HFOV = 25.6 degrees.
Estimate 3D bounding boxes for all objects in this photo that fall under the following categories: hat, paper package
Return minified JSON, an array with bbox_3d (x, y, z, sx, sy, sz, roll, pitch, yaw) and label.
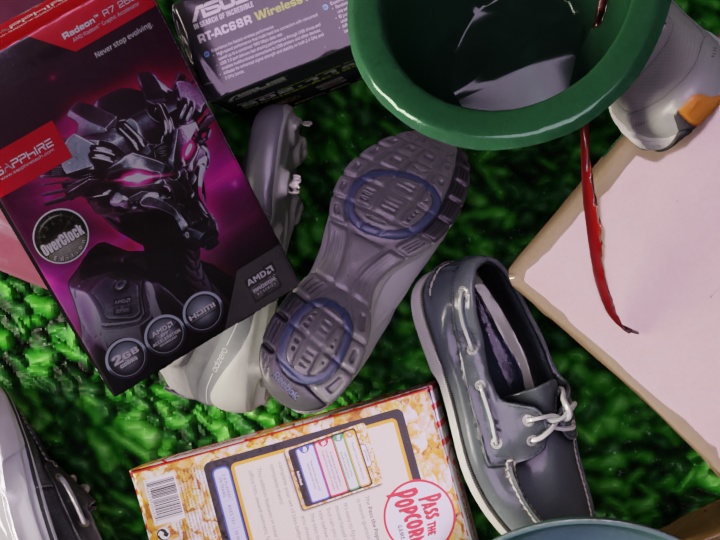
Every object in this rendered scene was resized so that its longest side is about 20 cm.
[{"bbox_3d":[0.090,-0.104,0.856,0.164,0.176,0.202,14,76,20],"label":"hat"},{"bbox_3d":[0.216,-0.007,0.930,0.190,0.103,0.200,42,95,5],"label":"paper package"}]

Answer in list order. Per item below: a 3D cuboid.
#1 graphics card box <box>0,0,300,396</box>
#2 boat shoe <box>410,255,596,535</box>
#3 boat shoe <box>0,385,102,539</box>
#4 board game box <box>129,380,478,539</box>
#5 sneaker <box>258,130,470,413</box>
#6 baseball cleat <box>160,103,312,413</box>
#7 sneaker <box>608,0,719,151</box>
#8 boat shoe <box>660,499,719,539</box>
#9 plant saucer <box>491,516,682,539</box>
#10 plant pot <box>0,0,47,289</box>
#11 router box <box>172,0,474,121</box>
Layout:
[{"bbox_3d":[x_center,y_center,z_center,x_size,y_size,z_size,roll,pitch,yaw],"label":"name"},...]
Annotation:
[{"bbox_3d":[-0.131,-0.048,0.854,0.125,0.051,0.202,-30,115,-10],"label":"graphics card box"},{"bbox_3d":[0.095,0.084,0.951,0.072,0.062,0.202,-19,81,-37],"label":"boat shoe"},{"bbox_3d":[-0.201,0.159,0.997,0.072,0.070,0.202,-43,62,39],"label":"boat shoe"},{"bbox_3d":[-0.028,0.169,0.987,0.198,0.046,0.153,-15,88,7],"label":"board game box"},{"bbox_3d":[0.000,0.000,0.973,0.074,0.087,0.201,32,75,8],"label":"sneaker"},{"bbox_3d":[-0.090,-0.008,0.963,0.105,0.070,0.203,12,109,8],"label":"baseball cleat"},{"bbox_3d":[0.141,-0.142,0.888,0.076,0.201,0.092,-43,120,15],"label":"sneaker"},{"bbox_3d":[0.181,0.193,0.947,0.198,0.073,0.065,-25,93,12],"label":"boat shoe"},{"bbox_3d":[0.129,0.215,0.910,0.197,0.036,0.202,3,118,5],"label":"plant saucer"},{"bbox_3d":[-0.189,-0.076,0.945,0.178,0.200,0.201,35,94,-10],"label":"plant pot"},{"bbox_3d":[0.002,-0.154,0.931,0.198,0.150,0.063,-21,88,7],"label":"router box"}]
